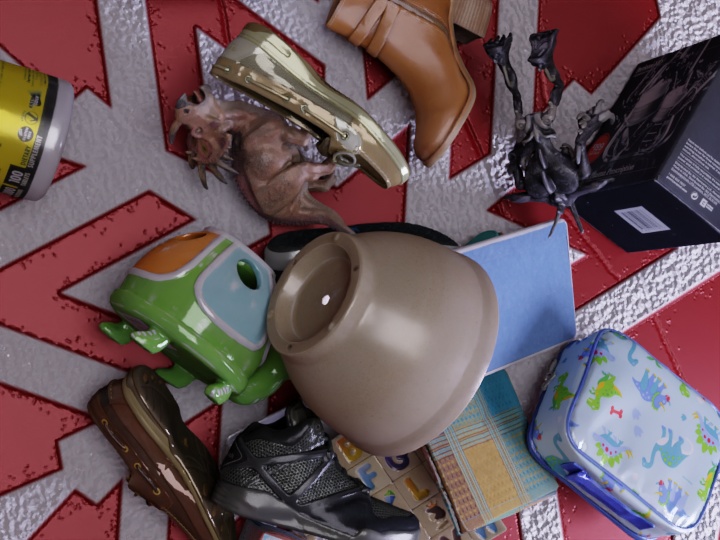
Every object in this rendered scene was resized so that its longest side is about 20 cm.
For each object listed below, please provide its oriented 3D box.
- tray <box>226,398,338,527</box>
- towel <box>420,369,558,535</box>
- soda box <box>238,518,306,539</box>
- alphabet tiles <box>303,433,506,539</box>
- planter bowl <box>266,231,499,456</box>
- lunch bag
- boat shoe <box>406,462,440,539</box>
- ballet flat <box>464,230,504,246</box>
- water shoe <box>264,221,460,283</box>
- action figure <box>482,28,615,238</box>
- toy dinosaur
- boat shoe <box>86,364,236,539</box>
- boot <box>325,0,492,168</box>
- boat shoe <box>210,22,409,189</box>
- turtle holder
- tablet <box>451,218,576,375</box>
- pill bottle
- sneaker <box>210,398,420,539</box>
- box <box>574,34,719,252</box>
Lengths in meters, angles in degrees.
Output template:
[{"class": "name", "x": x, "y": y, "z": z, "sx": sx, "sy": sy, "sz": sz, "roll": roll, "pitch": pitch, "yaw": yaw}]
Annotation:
[{"class": "tray", "x": -0.029, "y": 0.161, "z": 1.494, "sx": 0.200, "sy": 0.022, "sz": 0.108, "roll": -25, "pitch": 110, "yaw": -20}, {"class": "towel", "x": 0.114, "y": 0.166, "z": 1.480, "sx": 0.200, "sy": 0.022, "sz": 0.147, "roll": -8, "pitch": 72, "yaw": -59}, {"class": "soda box", "x": -0.106, "y": 0.335, "z": 1.432, "sx": 0.064, "sy": 0.068, "sz": 0.200, "roll": 23, "pitch": 85, "yaw": -18}, {"class": "alphabet tiles", "x": 0.034, "y": 0.235, "z": 1.472, "sx": 0.166, "sy": 0.006, "sz": 0.200, "roll": -32, "pitch": 98, "yaw": 6}, {"class": "planter bowl", "x": 0.004, "y": 0.046, "z": 1.369, "sx": 0.135, "sy": 0.200, "sz": 0.200, "roll": 32, "pitch": 76, "yaw": -34}, {"class": "lunch bag", "x": 0.267, "y": 0.169, "z": 1.563, "sx": 0.200, "sy": 0.082, "sz": 0.161, "roll": 37, "pitch": 56, "yaw": -18}, {"class": "boat shoe", "x": 0.071, "y": 0.210, "z": 1.502, "sx": 0.076, "sy": 0.060, "sz": 0.200, "roll": -16, "pitch": 102, "yaw": -17}, {"class": "ballet flat", "x": 0.078, "y": 0.036, "z": 1.527, "sx": 0.200, "sy": 0.069, "sz": 0.063, "roll": -35, "pitch": 113, "yaw": -17}, {"class": "water shoe", "x": 0.000, "y": 0.000, "z": 1.507, "sx": 0.200, "sy": 0.072, "sz": 0.079, "roll": -2, "pitch": 112, "yaw": -18}, {"class": "action figure", "x": 0.190, "y": -0.139, "z": 1.532, "sx": 0.102, "sy": 0.119, "sz": 0.200, "roll": -40, "pitch": 118, "yaw": -51}, {"class": "toy dinosaur", "x": -0.093, "y": -0.098, "z": 1.460, "sx": 0.135, "sy": 0.086, "sz": 0.200, "roll": -36, "pitch": 104, "yaw": -19}, {"class": "boat shoe", "x": -0.180, "y": 0.182, "z": 1.427, "sx": 0.067, "sy": 0.072, "sz": 0.200, "roll": -25, "pitch": 107, "yaw": 14}, {"class": "boot", "x": 0.036, "y": -0.211, "z": 1.520, "sx": 0.155, "sy": 0.074, "sz": 0.200, "roll": 20, "pitch": 69, "yaw": -20}, {"class": "boat shoe", "x": -0.043, "y": -0.136, "z": 1.398, "sx": 0.201, "sy": 0.073, "sz": 0.063, "roll": 42, "pitch": 79, "yaw": -14}, {"class": "turtle holder", "x": -0.129, "y": 0.046, "z": 1.405, "sx": 0.185, "sy": 0.141, "sz": 0.132, "roll": 35, "pitch": 76, "yaw": -4}, {"class": "tablet", "x": 0.149, "y": 0.028, "z": 1.530, "sx": 0.200, "sy": 0.014, "sz": 0.130, "roll": -16, "pitch": 103, "yaw": -45}, {"class": "pill bottle", "x": -0.359, "y": -0.138, "z": 1.344, "sx": 0.200, "sy": 0.112, "sz": 0.113, "roll": 16, "pitch": 82, "yaw": -19}, {"class": "sneaker", "x": -0.027, "y": 0.187, "z": 1.421, "sx": 0.199, "sy": 0.076, "sz": 0.114, "roll": 18, "pitch": 88, "yaw": -12}, {"class": "box", "x": 0.321, "y": -0.125, "z": 1.553, "sx": 0.104, "sy": 0.200, "sz": 0.182, "roll": 36, "pitch": 75, "yaw": -15}]
